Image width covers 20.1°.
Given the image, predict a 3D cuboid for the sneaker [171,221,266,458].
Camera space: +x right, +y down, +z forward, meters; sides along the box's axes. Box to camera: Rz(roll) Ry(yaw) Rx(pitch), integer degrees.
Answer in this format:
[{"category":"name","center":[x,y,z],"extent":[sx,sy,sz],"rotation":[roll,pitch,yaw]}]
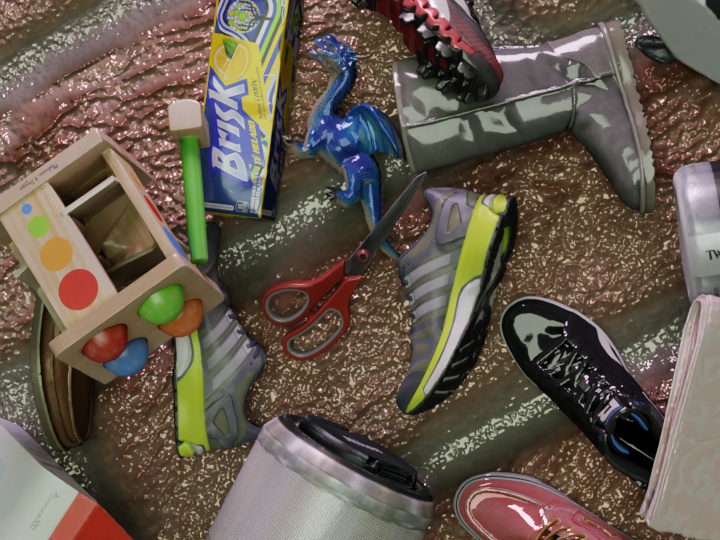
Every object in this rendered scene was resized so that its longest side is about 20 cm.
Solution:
[{"category":"sneaker","center":[-0.121,0.059,1.729],"extent":[0.080,0.074,0.201],"rotation":[-1,92,-8]}]

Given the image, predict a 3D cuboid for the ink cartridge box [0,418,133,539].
[{"category":"ink cartridge box","center":[-0.294,0.238,1.704],"extent":[0.200,0.047,0.160],"rotation":[36,94,40]}]

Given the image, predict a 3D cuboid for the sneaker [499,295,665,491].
[{"category":"sneaker","center":[0.194,0.096,1.662],"extent":[0.073,0.112,0.200],"rotation":[-45,85,4]}]

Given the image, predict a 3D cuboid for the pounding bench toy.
[{"category":"pounding bench toy","center":[-0.174,-0.024,1.636],"extent":[0.200,0.124,0.156],"rotation":[-35,72,2]}]

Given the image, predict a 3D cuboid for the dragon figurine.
[{"category":"dragon figurine","center":[0.003,-0.105,1.712],"extent":[0.099,0.059,0.200],"rotation":[-39,84,5]}]

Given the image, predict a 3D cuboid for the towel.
[{"category":"towel","center":[0.329,0.131,1.642],"extent":[0.199,0.032,0.192],"rotation":[14,92,-27]}]

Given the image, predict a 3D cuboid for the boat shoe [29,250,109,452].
[{"category":"boat shoe","center":[-0.242,0.054,1.734],"extent":[0.068,0.072,0.201],"rotation":[-5,89,8]}]

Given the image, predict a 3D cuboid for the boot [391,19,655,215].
[{"category":"boot","center":[0.136,-0.113,1.691],"extent":[0.199,0.073,0.183],"rotation":[-13,75,0]}]

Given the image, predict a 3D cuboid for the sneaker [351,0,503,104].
[{"category":"sneaker","center":[0.065,-0.223,1.681],"extent":[0.098,0.071,0.201],"rotation":[-31,62,-18]}]

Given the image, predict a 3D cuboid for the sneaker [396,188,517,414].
[{"category":"sneaker","center":[0.066,0.023,1.696],"extent":[0.081,0.074,0.201],"rotation":[21,95,22]}]

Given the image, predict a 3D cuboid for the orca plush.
[{"category":"orca plush","center":[0.261,-0.236,1.694],"extent":[0.199,0.071,0.105],"rotation":[32,138,10]}]

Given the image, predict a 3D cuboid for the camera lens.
[{"category":"camera lens","center":[-0.044,0.230,1.666],"extent":[0.159,0.160,0.201],"rotation":[28,93,6]}]

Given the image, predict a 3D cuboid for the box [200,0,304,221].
[{"category":"box","center":[-0.095,-0.144,1.718],"extent":[0.064,0.070,0.201],"rotation":[7,90,9]}]

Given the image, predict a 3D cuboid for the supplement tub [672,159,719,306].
[{"category":"supplement tub","center":[0.358,-0.038,1.638],"extent":[0.199,0.123,0.123],"rotation":[-8,89,7]}]

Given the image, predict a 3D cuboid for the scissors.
[{"category":"scissors","center":[0.000,0.000,1.709],"extent":[0.200,0.014,0.073],"rotation":[-38,99,17]}]

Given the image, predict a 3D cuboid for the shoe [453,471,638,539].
[{"category":"shoe","center":[0.168,0.227,1.675],"extent":[0.199,0.091,0.072],"rotation":[26,93,6]}]
